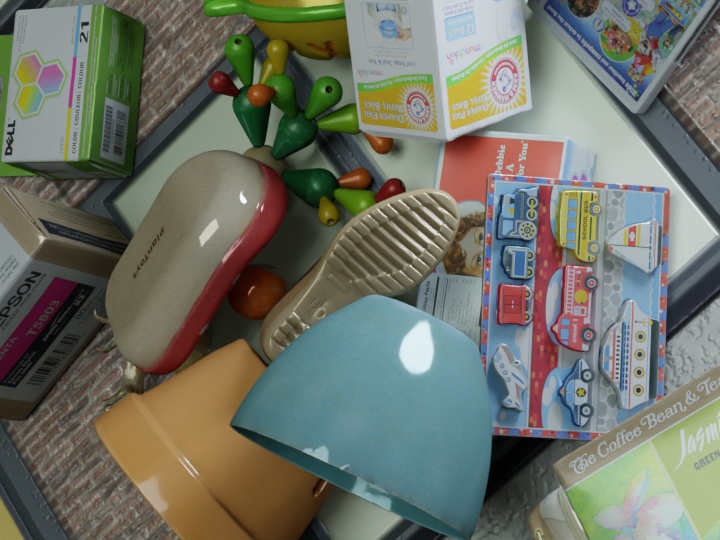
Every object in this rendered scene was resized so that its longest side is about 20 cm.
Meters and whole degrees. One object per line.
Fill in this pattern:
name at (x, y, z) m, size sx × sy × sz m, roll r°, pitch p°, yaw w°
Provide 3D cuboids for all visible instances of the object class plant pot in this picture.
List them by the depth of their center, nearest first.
plant pot at (0.019, 0.098, 1.435) m, size 0.199 × 0.200 × 0.136 m, roll 20°, pitch 80°, yaw 29°
plant pot at (-0.104, 0.153, 1.582) m, size 0.140 × 0.200 × 0.200 m, roll -42°, pitch 64°, yaw -2°

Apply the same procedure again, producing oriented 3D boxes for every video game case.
video game case at (0.230, -0.247, 1.525) m, size 0.143 × 0.018 × 0.201 m, roll 49°, pitch 123°, yaw 26°

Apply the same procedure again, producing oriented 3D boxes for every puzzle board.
puzzle board at (0.167, 0.030, 1.491) m, size 0.149 × 0.017 × 0.202 m, roll 3°, pitch 86°, yaw -9°

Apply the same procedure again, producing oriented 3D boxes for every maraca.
maraca at (-0.044, -0.237, 1.648) m, size 0.199 × 0.137 × 0.108 m, roll 6°, pitch 112°, yaw 35°

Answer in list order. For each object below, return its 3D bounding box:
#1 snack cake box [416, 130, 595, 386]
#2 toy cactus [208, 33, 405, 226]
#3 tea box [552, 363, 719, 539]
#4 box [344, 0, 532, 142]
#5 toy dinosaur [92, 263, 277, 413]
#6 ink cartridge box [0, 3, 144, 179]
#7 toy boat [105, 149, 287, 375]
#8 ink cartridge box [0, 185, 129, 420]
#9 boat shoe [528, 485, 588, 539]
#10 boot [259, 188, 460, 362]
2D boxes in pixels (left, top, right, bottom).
snack cake box at (0.114, -0.008, 1.553) m, size 0.114 × 0.067 × 0.202 m, roll 6°, pitch 84°, yaw 29°
toy cactus at (-0.066, -0.101, 1.646) m, size 0.200 × 0.102 × 0.165 m, roll 43°, pitch 128°, yaw -3°
tea box at (0.282, 0.181, 1.393) m, size 0.199 × 0.133 × 0.198 m, roll -34°, pitch 67°, yaw 19°
box at (0.059, -0.215, 1.540) m, size 0.101 × 0.112 × 0.202 m, roll 11°, pitch 113°, yaw 45°
toy dinosaur at (-0.169, 0.038, 1.708) m, size 0.101 × 0.058 × 0.200 m, roll 45°, pitch 93°, yaw 2°
ink cartridge box at (-0.309, -0.164, 1.799) m, size 0.198 × 0.076 × 0.149 m, roll 0°, pitch 81°, yaw 27°
toy boat at (-0.119, 0.001, 1.618) m, size 0.201 × 0.130 × 0.131 m, roll -56°, pitch 32°, yaw 19°
ink cartridge box at (-0.310, 0.035, 1.715) m, size 0.200 × 0.164 × 0.075 m, roll -50°, pitch 65°, yaw 13°
boat shoe at (0.189, 0.260, 1.472) m, size 0.069 × 0.073 × 0.202 m, roll -34°, pitch 66°, yaw 31°
boot at (0.000, 0.000, 1.559) m, size 0.200 × 0.166 × 0.073 m, roll -40°, pitch 91°, yaw 7°
